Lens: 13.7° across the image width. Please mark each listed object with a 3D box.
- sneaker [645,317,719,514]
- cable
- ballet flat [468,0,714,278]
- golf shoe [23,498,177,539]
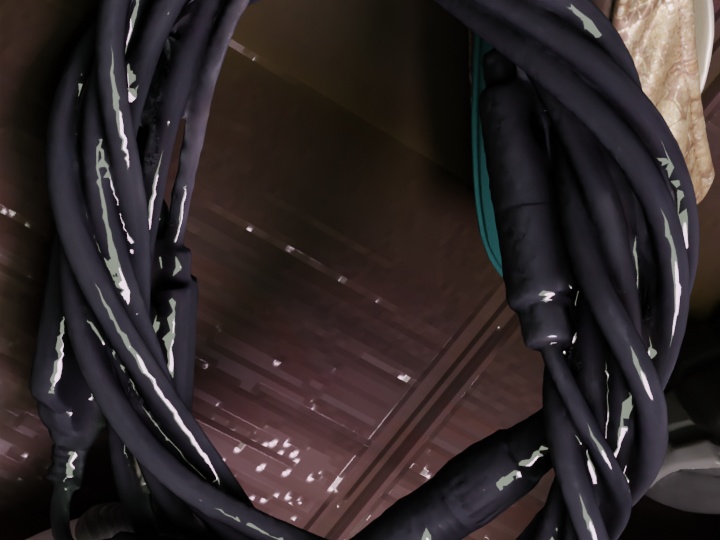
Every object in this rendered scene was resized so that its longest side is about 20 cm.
[{"bbox_3d":[0.164,0.051,0.843,0.199,0.076,0.080,-7,126,-18],"label":"sneaker"},{"bbox_3d":[0.000,0.000,0.703,0.051,0.162,0.201,-15,122,-63],"label":"cable"},{"bbox_3d":[0.057,-0.086,0.726,0.065,0.070,0.201,-32,136,-35],"label":"ballet flat"},{"bbox_3d":[-0.064,0.149,0.818,0.094,0.078,0.201,-14,117,-5],"label":"golf shoe"}]
